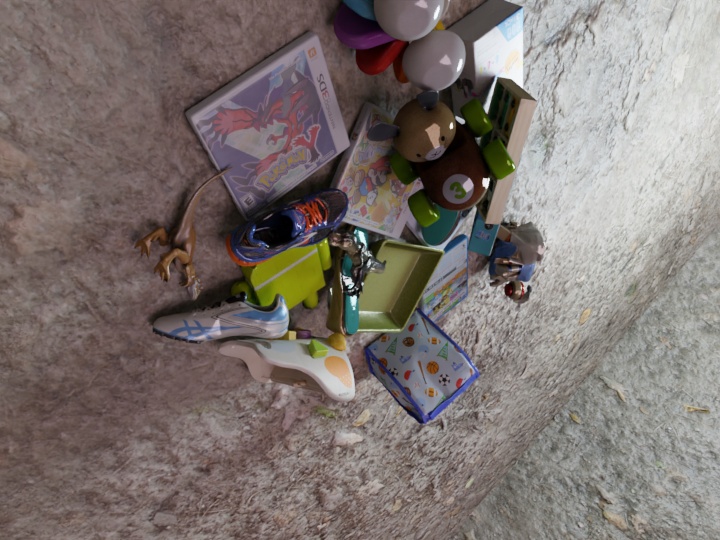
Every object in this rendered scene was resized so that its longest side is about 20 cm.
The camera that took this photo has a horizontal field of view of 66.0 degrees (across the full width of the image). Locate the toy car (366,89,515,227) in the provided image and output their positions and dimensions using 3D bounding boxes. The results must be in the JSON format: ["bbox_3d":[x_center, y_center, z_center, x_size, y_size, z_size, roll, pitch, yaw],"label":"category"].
[{"bbox_3d":[0.100,-0.180,0.787,0.163,0.160,0.199,-31,154,21],"label":"toy car"}]

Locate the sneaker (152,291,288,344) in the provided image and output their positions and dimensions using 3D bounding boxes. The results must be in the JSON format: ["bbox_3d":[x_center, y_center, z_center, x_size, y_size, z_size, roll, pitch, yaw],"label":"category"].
[{"bbox_3d":[-0.205,0.069,0.826,0.196,0.072,0.074,-3,94,-18],"label":"sneaker"}]

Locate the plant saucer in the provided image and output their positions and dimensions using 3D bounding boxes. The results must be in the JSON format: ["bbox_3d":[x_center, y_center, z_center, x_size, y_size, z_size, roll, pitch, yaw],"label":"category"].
[{"bbox_3d":[0.052,0.027,1.089,0.198,0.048,0.202,6,116,-48],"label":"plant saucer"}]

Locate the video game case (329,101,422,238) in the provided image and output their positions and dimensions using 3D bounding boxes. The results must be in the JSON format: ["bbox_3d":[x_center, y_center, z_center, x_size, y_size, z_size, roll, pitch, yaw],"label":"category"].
[{"bbox_3d":[0.038,-0.156,0.923,0.198,0.023,0.184,12,106,-49],"label":"video game case"}]

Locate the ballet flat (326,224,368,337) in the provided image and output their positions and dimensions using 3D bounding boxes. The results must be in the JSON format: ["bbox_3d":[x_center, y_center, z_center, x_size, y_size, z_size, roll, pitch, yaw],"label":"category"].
[{"bbox_3d":[-0.031,0.014,0.971,0.068,0.062,0.204,9,88,-50],"label":"ballet flat"}]

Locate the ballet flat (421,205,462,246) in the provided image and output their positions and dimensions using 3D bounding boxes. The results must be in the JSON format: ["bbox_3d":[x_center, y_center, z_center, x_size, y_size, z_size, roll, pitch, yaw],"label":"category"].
[{"bbox_3d":[0.163,-0.141,1.014,0.073,0.074,0.202,-14,133,-38],"label":"ballet flat"}]

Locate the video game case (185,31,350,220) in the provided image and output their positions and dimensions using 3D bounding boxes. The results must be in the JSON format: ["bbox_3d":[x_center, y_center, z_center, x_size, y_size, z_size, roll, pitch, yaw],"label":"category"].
[{"bbox_3d":[-0.113,-0.190,0.754,0.199,0.023,0.183,-39,142,-15],"label":"video game case"}]

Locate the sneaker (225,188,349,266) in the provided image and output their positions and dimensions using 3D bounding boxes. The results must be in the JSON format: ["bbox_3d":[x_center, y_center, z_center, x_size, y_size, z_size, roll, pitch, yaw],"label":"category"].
[{"bbox_3d":[-0.093,-0.065,0.795,0.199,0.078,0.076,-32,95,-27],"label":"sneaker"}]

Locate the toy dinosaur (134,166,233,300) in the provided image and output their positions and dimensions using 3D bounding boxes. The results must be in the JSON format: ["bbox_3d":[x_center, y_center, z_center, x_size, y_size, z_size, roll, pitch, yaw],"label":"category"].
[{"bbox_3d":[-0.238,-0.046,0.737,0.106,0.060,0.202,-42,156,-53],"label":"toy dinosaur"}]

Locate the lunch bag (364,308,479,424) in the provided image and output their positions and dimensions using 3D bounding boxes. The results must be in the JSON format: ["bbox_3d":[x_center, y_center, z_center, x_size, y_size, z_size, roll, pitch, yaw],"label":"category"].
[{"bbox_3d":[0.134,0.216,1.209,0.169,0.200,0.125,-37,141,-17],"label":"lunch bag"}]

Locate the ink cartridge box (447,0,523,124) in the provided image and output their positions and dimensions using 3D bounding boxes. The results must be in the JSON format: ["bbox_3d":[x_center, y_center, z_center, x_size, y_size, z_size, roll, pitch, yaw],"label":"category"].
[{"bbox_3d":[0.213,-0.328,0.933,0.115,0.068,0.201,-38,142,-15],"label":"ink cartridge box"}]

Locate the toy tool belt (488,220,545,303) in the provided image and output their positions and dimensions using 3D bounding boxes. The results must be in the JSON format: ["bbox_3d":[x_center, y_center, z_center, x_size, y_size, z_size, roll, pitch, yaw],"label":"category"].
[{"bbox_3d":[0.347,-0.020,1.318,0.121,0.126,0.203,2,122,-10],"label":"toy tool belt"}]

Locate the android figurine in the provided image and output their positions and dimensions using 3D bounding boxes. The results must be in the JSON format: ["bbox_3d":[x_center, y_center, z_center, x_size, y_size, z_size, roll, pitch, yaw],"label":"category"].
[{"bbox_3d":[-0.123,0.006,0.895,0.181,0.041,0.202,-35,141,-19],"label":"android figurine"}]

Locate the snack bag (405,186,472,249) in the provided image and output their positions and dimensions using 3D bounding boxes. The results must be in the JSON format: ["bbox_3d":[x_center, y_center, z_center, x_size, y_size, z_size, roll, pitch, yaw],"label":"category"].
[{"bbox_3d":[0.172,-0.143,1.089,0.201,0.021,0.188,-53,144,-1],"label":"snack bag"}]

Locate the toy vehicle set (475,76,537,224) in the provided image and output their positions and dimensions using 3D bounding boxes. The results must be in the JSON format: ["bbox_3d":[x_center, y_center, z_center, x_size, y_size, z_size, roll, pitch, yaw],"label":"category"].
[{"bbox_3d":[0.224,-0.194,0.898,0.026,0.125,0.203,5,121,-8],"label":"toy vehicle set"}]

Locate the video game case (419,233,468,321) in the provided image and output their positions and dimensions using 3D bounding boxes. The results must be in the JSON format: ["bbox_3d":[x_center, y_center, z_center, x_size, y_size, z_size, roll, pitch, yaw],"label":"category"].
[{"bbox_3d":[0.189,0.028,1.256,0.142,0.018,0.202,-35,140,-21],"label":"video game case"}]

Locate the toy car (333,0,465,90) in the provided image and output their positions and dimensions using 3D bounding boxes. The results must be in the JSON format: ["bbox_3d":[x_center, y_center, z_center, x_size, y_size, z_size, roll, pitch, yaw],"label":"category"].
[{"bbox_3d":[0.040,-0.326,0.709,0.148,0.178,0.200,-18,149,20],"label":"toy car"}]

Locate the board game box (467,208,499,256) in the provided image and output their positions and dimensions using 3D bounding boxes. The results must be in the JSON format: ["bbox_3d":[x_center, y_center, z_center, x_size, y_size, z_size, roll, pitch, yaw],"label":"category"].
[{"bbox_3d":[0.258,-0.153,1.055,0.152,0.046,0.203,-63,166,-55],"label":"board game box"}]

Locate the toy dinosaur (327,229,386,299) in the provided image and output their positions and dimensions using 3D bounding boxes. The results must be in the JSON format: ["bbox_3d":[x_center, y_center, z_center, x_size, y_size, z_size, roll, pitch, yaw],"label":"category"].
[{"bbox_3d":[0.000,0.000,0.905,0.200,0.047,0.090,34,75,-62],"label":"toy dinosaur"}]

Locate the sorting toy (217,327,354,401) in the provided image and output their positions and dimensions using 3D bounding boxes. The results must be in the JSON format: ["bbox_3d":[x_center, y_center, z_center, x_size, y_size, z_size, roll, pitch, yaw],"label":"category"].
[{"bbox_3d":[-0.131,0.141,0.907,0.179,0.198,0.109,19,77,-50],"label":"sorting toy"}]
